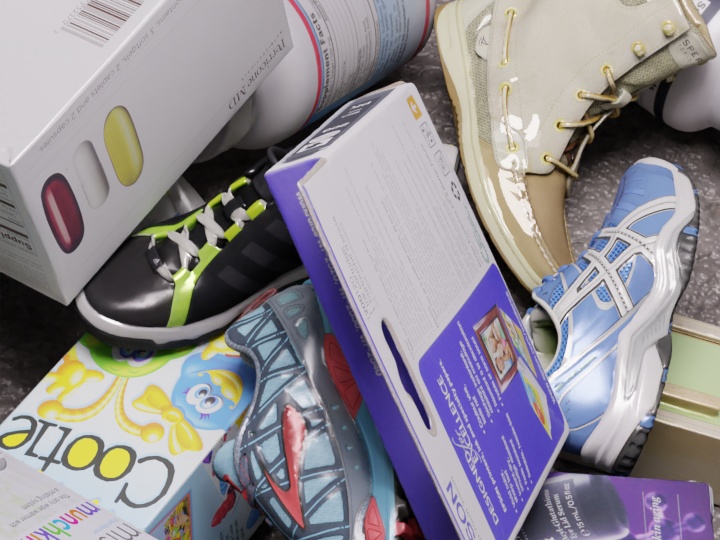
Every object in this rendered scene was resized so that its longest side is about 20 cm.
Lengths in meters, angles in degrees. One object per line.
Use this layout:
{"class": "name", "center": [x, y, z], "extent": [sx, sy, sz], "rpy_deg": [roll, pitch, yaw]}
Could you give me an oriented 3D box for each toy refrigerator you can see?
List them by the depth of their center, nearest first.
{"class": "toy refrigerator", "center": [0.190, 0.076, 1.152], "extent": [0.199, 0.070, 0.076], "rpy_deg": [17, 53, 4]}

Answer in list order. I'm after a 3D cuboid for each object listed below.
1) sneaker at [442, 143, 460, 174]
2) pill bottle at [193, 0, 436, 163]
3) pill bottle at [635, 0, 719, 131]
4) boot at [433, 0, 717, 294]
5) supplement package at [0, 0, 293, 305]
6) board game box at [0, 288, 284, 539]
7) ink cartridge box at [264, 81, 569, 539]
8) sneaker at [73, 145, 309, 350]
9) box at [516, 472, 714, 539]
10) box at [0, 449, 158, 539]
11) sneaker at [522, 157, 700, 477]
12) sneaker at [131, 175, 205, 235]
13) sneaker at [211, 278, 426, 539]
{"class": "sneaker", "center": [0.000, 0.000, 1.189], "extent": [0.084, 0.075, 0.200], "rpy_deg": [12, 44, 8]}
{"class": "pill bottle", "center": [-0.049, -0.137, 1.223], "extent": [0.109, 0.109, 0.200], "rpy_deg": [36, 42, 17]}
{"class": "pill bottle", "center": [0.196, -0.158, 1.297], "extent": [0.200, 0.116, 0.116], "rpy_deg": [38, 58, 18]}
{"class": "boot", "center": [0.136, -0.094, 1.213], "extent": [0.154, 0.072, 0.201], "rpy_deg": [-22, 68, 20]}
{"class": "supplement package", "center": [-0.158, -0.112, 1.055], "extent": [0.155, 0.111, 0.200], "rpy_deg": [25, 61, 25]}
{"class": "board game box", "center": [-0.110, 0.099, 1.064], "extent": [0.103, 0.105, 0.200], "rpy_deg": [24, 53, 22]}
{"class": "ink cartridge box", "center": [0.024, 0.028, 0.945], "extent": [0.043, 0.199, 0.200], "rpy_deg": [-21, 10, 20]}
{"class": "sneaker", "center": [-0.055, -0.030, 1.050], "extent": [0.199, 0.083, 0.072], "rpy_deg": [-22, 49, -16]}
{"class": "box", "center": [0.074, 0.186, 1.034], "extent": [0.199, 0.104, 0.148], "rpy_deg": [4, 54, -6]}
{"class": "box", "center": [-0.209, 0.177, 0.938], "extent": [0.176, 0.201, 0.097], "rpy_deg": [29, 16, 13]}
{"class": "sneaker", "center": [0.131, 0.012, 1.105], "extent": [0.077, 0.076, 0.200], "rpy_deg": [17, 50, 3]}
{"class": "sneaker", "center": [-0.182, -0.043, 1.199], "extent": [0.200, 0.076, 0.105], "rpy_deg": [33, 75, 16]}
{"class": "sneaker", "center": [-0.019, 0.100, 0.983], "extent": [0.095, 0.079, 0.201], "rpy_deg": [-15, 60, 10]}
